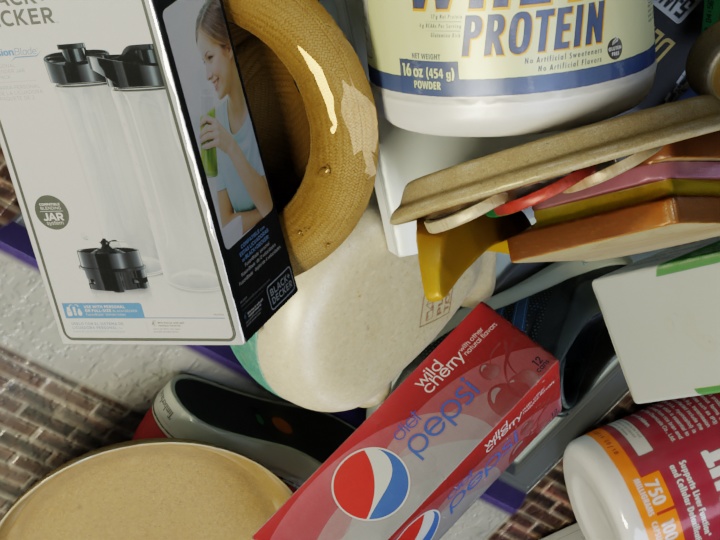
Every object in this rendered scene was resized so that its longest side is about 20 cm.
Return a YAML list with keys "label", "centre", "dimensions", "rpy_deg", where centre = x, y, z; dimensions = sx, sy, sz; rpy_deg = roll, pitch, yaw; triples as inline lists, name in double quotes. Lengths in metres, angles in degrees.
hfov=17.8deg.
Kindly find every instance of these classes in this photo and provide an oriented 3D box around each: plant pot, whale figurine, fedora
- label: "plant pot"
  centre: [-0.128, 0.172, 1.364]
  dimensions: [0.199, 0.028, 0.201]
  rpy_deg: [-8, 126, -11]
- label: "whale figurine"
  centre: [0.000, 0.000, 1.325]
  dimensions: [0.200, 0.104, 0.160]
  rpy_deg: [-22, 126, -45]
- label: "fedora"
  centre: [-0.068, -0.087, 1.180]
  dimensions: [0.082, 0.200, 0.201]
  rpy_deg: [-44, 156, -52]

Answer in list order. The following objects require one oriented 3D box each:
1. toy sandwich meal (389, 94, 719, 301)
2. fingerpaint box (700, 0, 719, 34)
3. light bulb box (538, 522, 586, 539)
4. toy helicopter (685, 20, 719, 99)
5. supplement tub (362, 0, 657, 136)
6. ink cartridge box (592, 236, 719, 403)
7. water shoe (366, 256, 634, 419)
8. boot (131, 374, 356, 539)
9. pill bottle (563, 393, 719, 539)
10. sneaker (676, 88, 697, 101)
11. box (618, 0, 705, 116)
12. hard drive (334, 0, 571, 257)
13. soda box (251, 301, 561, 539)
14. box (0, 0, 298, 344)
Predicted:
- label: "toy sandwich meal"
  centre: [0.112, -0.033, 1.156]
  dimensions: [0.204, 0.205, 0.071]
  rpy_deg: [-16, 90, -17]
- label: "fingerpaint box"
  centre: [0.275, -0.206, 1.257]
  dimensions: [0.166, 0.073, 0.201]
  rpy_deg: [-17, 123, -32]
- label: "light bulb box"
  centre: [0.255, 0.251, 1.598]
  dimensions: [0.199, 0.198, 0.125]
  rpy_deg: [-24, 137, -11]
- label: "toy helicopter"
  centre: [0.258, -0.112, 1.209]
  dimensions: [0.199, 0.079, 0.133]
  rpy_deg: [-11, 129, -21]
- label: "supplement tub"
  centre: [0.068, -0.176, 1.123]
  dimensions: [0.144, 0.145, 0.201]
  rpy_deg: [-12, 107, -21]
- label: "ink cartridge box"
  centre: [0.263, 0.003, 1.368]
  dimensions: [0.199, 0.146, 0.083]
  rpy_deg: [-22, 93, -29]
- label: "water shoe"
  centre: [0.095, 0.059, 1.426]
  dimensions: [0.200, 0.079, 0.072]
  rpy_deg: [-34, 136, 1]
- label: "boot"
  centre: [-0.072, 0.153, 1.424]
  dimensions: [0.199, 0.073, 0.145]
  rpy_deg: [21, 116, -31]
- label: "pill bottle"
  centre: [0.246, 0.130, 1.549]
  dimensions: [0.199, 0.113, 0.113]
  rpy_deg: [-23, 135, -11]
- label: "sneaker"
  centre: [0.272, -0.087, 1.329]
  dimensions: [0.199, 0.078, 0.070]
  rpy_deg: [-18, 135, -17]
- label: "box"
  centre: [0.179, -0.123, 1.336]
  dimensions: [0.158, 0.050, 0.200]
  rpy_deg: [-48, 135, 13]
- label: "hard drive"
  centre: [0.058, -0.121, 1.227]
  dimensions: [0.131, 0.026, 0.201]
  rpy_deg: [-17, 108, -15]
- label: "soda box"
  centre: [0.030, 0.116, 1.339]
  dimensions: [0.200, 0.063, 0.070]
  rpy_deg: [-45, 155, -18]
- label: "box"
  centre: [-0.114, -0.065, 1.126]
  dimensions: [0.060, 0.116, 0.201]
  rpy_deg: [-44, 128, -51]
